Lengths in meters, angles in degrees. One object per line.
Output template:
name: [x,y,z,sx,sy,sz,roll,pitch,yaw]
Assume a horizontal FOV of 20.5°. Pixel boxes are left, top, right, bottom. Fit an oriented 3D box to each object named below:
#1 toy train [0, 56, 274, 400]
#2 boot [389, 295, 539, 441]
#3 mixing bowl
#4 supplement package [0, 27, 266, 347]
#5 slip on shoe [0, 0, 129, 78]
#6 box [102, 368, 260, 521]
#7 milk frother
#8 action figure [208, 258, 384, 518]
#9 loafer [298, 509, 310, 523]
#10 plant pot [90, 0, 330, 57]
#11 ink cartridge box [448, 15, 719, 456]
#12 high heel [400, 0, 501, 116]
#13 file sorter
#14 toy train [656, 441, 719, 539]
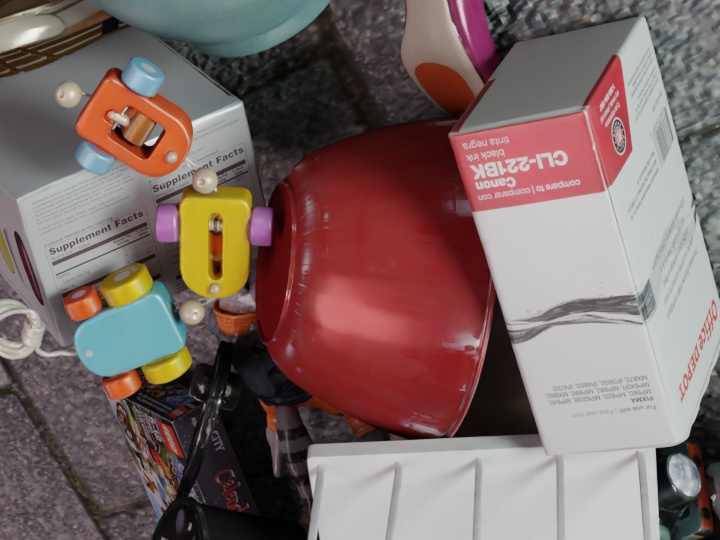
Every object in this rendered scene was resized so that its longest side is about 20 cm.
toy train: [-0.134,-0.025,1.167,0.149,0.056,0.201,27,113,-10]
boot: [0.088,0.081,1.219,0.201,0.070,0.147,-59,46,29]
mixing bowl: [0.000,0.000,1.170,0.107,0.201,0.201,7,135,-14]
supplement package: [-0.175,-0.069,1.279,0.200,0.155,0.112,39,148,50]
slip on shoe: [-0.184,-0.175,1.251,0.061,0.199,0.076,66,166,3]
box: [-0.120,0.178,1.506,0.136,0.038,0.201,17,131,60]
milk frother: [-0.036,0.168,1.293,0.180,0.187,0.202,42,117,63]
action figure: [-0.031,0.067,1.345,0.199,0.105,0.194,4,132,45]
loafer: [0.027,0.238,1.437,0.199,0.072,0.063,28,126,26]
plant pot: [-0.085,-0.211,1.160,0.199,0.201,0.134,12,152,34]
ink cartridge box: [0.132,-0.018,1.109,0.083,0.144,0.201,-9,112,25]
high heel: [0.060,-0.170,1.161,0.067,0.096,0.201,17,149,40]
file sorter: [0.070,0.185,1.120,0.198,0.125,0.140,-3,122,8]
toy train: [0.152,0.164,1.255,0.200,0.113,0.086,-34,53,41]
